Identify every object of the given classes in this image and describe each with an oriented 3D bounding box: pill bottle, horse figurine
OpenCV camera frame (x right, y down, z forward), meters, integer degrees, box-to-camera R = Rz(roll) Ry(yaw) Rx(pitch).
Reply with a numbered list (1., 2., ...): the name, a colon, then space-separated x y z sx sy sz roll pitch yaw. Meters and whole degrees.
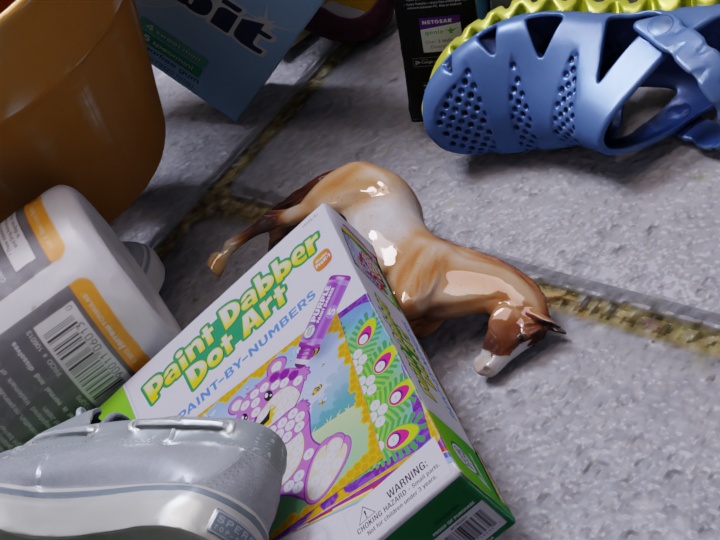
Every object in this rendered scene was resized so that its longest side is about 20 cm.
1. pill bottle: -0.194 0.058 0.779 0.199 0.117 0.117 -36 38 -2
2. horse figurine: 0.000 0.000 0.779 0.132 0.050 0.201 -37 40 3

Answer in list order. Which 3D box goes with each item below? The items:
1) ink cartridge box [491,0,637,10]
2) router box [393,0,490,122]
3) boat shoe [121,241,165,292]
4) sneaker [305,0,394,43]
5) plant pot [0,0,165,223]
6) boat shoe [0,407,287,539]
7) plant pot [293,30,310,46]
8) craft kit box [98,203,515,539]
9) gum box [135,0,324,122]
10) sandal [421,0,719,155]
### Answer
1. ink cartridge box: 0.142 -0.239 0.869 0.084 0.147 0.201 13 54 25
2. router box: 0.044 -0.205 0.891 0.050 0.150 0.201 -5 41 8
3. boat shoe: -0.206 0.030 0.862 0.198 0.069 0.072 -25 37 5
4. sneaker: -0.045 -0.205 0.913 0.075 0.200 0.090 -50 26 -4
5. plant pot: -0.194 -0.116 0.829 0.198 0.184 0.202 -10 53 13
6. boat shoe: -0.108 0.095 0.648 0.199 0.070 0.072 -7 42 38
7. plant pot: -0.076 -0.293 1.053 0.195 0.195 0.199 -42 31 -16
8. craft kit box: -0.050 0.095 0.669 0.200 0.048 0.198 -42 33 10
9. gum box: -0.102 -0.185 0.881 0.045 0.169 0.200 -60 10 -28
10. sandal: 0.121 -0.093 0.785 0.198 0.080 0.088 -12 44 24
